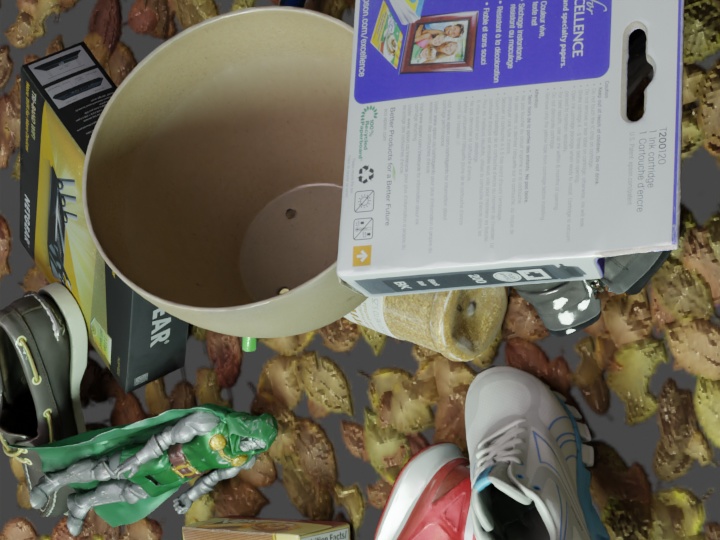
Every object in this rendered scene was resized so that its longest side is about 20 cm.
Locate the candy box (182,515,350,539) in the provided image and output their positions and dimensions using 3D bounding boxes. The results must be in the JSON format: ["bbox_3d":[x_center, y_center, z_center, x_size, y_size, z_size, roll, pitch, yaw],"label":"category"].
[{"bbox_3d":[-0.058,0.271,1.545,0.115,0.055,0.201,-2,94,42],"label":"candy box"}]

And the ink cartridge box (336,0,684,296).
[{"bbox_3d":[0.086,-0.091,1.215,0.200,0.043,0.199,-5,73,29],"label":"ink cartridge box"}]

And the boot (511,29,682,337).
[{"bbox_3d":[0.139,-0.060,1.300,0.200,0.132,0.070,-43,23,31],"label":"boot"}]

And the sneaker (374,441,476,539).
[{"bbox_3d":[0.050,0.220,1.428,0.115,0.078,0.200,34,117,37],"label":"sneaker"}]

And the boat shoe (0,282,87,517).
[{"bbox_3d":[-0.238,0.102,1.659,0.072,0.060,0.202,37,136,41],"label":"boat shoe"}]

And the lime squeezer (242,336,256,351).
[{"bbox_3d":[-0.092,-0.047,1.558,0.071,0.038,0.200,-25,78,41],"label":"lime squeezer"}]

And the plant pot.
[{"bbox_3d":[-0.049,-0.040,1.367,0.200,0.134,0.201,-8,63,16],"label":"plant pot"}]

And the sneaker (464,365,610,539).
[{"bbox_3d":[0.094,0.124,1.334,0.075,0.087,0.200,-37,43,18],"label":"sneaker"}]

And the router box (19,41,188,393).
[{"bbox_3d":[-0.177,-0.034,1.571,0.157,0.052,0.200,52,153,26],"label":"router box"}]

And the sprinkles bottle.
[{"bbox_3d":[0.000,0.000,1.457,0.200,0.068,0.068,19,107,40],"label":"sprinkles bottle"}]

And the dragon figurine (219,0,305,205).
[{"bbox_3d":[-0.065,-0.134,1.480,0.059,0.099,0.201,7,96,41],"label":"dragon figurine"}]

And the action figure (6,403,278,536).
[{"bbox_3d":[-0.139,0.134,1.586,0.200,0.118,0.055,-22,47,31],"label":"action figure"}]
